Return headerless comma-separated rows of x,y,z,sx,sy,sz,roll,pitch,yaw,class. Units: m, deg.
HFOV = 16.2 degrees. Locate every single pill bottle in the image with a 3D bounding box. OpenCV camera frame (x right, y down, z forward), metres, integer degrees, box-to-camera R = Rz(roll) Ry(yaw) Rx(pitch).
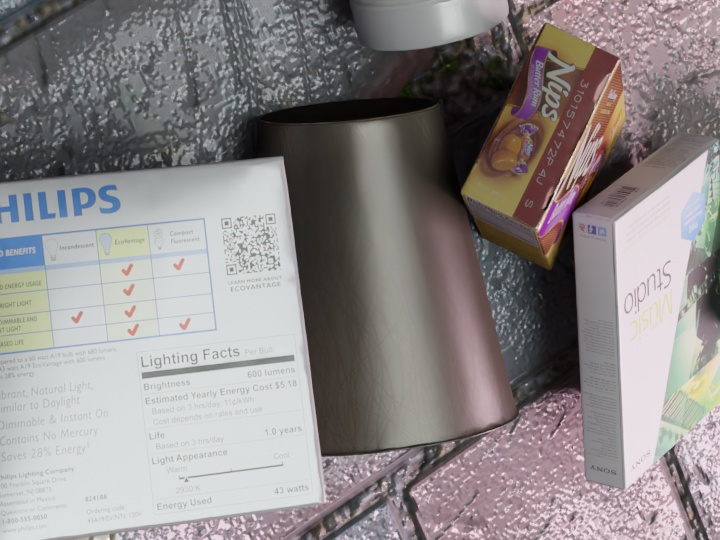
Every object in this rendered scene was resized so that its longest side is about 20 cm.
0.027,-0.242,1.530,0.114,0.114,0.201,-20,111,-25,pill bottle

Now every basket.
0.000,0.000,1.562,0.179,0.136,0.201,-7,100,-4,basket

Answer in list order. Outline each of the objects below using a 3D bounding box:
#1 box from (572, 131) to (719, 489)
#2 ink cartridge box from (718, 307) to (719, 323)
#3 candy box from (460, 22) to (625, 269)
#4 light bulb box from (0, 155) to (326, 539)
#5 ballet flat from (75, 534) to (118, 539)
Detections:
0.195,0.026,1.688,0.144,0.036,0.201,-35,130,-45,box
0.350,-0.017,1.786,0.199,0.084,0.146,9,96,-31,ink cartridge box
0.117,-0.074,1.581,0.056,0.200,0.117,26,86,8,candy box
-0.136,0.047,1.447,0.197,0.125,0.201,-6,87,-16,light bulb box
-0.163,0.138,1.535,0.069,0.069,0.201,9,96,-31,ballet flat
